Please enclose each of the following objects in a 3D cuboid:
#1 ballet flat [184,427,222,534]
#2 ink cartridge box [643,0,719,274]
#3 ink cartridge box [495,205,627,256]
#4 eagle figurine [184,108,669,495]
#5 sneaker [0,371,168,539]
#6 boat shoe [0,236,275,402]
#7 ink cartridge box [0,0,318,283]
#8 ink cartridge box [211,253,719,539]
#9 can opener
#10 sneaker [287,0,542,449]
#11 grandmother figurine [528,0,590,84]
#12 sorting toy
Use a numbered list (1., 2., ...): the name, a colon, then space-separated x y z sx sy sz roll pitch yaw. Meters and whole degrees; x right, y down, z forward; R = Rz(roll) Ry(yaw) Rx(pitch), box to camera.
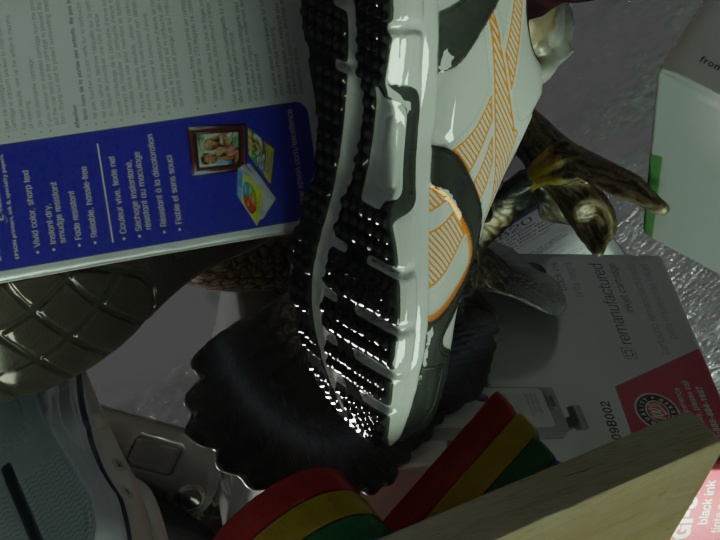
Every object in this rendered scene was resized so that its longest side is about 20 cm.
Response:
1. ballet flat: -0.084 0.110 1.116 0.199 0.074 0.074 -25 159 -30
2. ink cartridge box: 0.194 -0.102 0.966 0.200 0.084 0.146 -56 164 -18
3. ink cartridge box: 0.028 0.026 1.216 0.199 0.041 0.200 -30 157 8
4. eagle figurine: -0.004 -0.006 1.003 0.200 0.151 0.152 -36 -174 -10
5. sneaker: -0.120 0.071 0.940 0.073 0.200 0.071 -31 132 7
6. boat shoe: -0.104 -0.016 0.911 0.199 0.073 0.075 -27 124 -26
7. ink cartridge box: -0.080 -0.051 0.852 0.199 0.095 0.037 -10 -176 -30
8. ink cartridge box: 0.042 0.066 1.067 0.199 0.147 0.083 1 127 -12
9. can opener: -0.140 0.071 1.013 0.199 0.066 0.053 20 105 -25
10. sneaker: 0.025 -0.033 0.841 0.080 0.074 0.201 -11 119 -31
11. grandmother figurine: 0.054 -0.121 0.916 0.121 0.061 0.200 11 161 6
12. sorting toy: 0.009 0.133 0.927 0.199 0.070 0.199 -17 143 -40
